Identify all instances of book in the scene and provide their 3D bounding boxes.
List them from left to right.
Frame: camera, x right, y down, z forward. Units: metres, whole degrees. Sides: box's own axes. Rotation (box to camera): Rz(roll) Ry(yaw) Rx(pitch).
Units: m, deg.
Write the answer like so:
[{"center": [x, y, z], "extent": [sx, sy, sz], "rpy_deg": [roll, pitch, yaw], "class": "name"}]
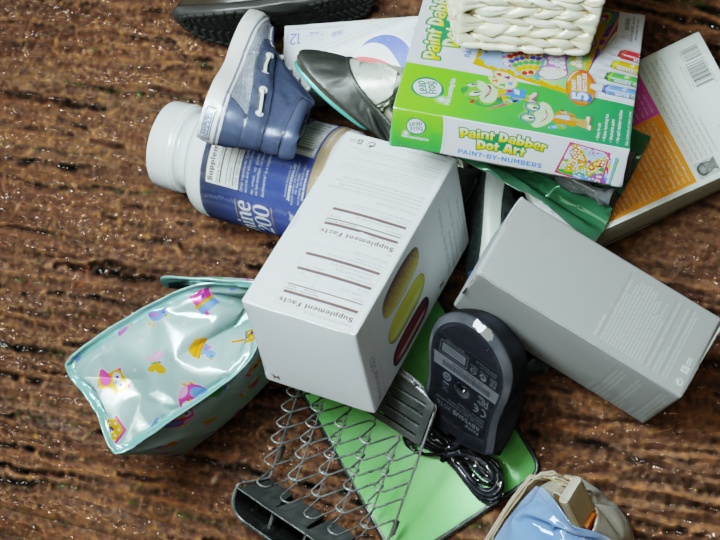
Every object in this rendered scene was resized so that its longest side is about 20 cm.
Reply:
[{"center": [0.235, -0.108, 1.603], "extent": [0.199, 0.048, 0.135], "rpy_deg": [-25, 71, 2], "class": "book"}]

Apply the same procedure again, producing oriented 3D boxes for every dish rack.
[{"center": [-0.019, 0.163, 1.608], "extent": [0.153, 0.054, 0.201], "rpy_deg": [30, 116, 22], "class": "dish rack"}]

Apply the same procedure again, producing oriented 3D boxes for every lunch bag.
[{"center": [-0.140, 0.071, 1.640], "extent": [0.199, 0.170, 0.122], "rpy_deg": [-36, 78, 8], "class": "lunch bag"}]

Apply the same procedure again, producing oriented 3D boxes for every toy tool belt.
[{"center": [0.143, 0.264, 1.530], "extent": [0.124, 0.123, 0.201], "rpy_deg": [29, 90, 22], "class": "toy tool belt"}]

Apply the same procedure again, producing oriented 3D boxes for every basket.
[{"center": [0.139, -0.283, 1.555], "extent": [0.134, 0.124, 0.201], "rpy_deg": [4, 38, -5], "class": "basket"}]

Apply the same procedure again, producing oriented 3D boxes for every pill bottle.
[{"center": [-0.093, -0.094, 1.690], "extent": [0.198, 0.111, 0.112], "rpy_deg": [16, 84, 21], "class": "pill bottle"}]

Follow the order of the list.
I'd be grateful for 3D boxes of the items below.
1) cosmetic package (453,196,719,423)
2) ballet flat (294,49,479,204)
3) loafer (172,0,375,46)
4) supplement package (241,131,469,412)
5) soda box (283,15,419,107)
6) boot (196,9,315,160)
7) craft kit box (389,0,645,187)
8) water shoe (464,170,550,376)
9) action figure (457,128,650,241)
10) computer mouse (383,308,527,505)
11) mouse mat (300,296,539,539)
[{"center": [0.186, 0.035, 1.531], "extent": [0.199, 0.107, 0.091], "rpy_deg": [35, 72, 0], "class": "cosmetic package"}, {"center": [0.031, -0.139, 1.633], "extent": [0.068, 0.068, 0.200], "rpy_deg": [-42, 99, 19], "class": "ballet flat"}, {"center": [-0.082, -0.266, 1.750], "extent": [0.198, 0.073, 0.072], "rpy_deg": [-6, 69, 11], "class": "loafer"}, {"center": [0.000, 0.000, 1.561], "extent": [0.109, 0.114, 0.201], "rpy_deg": [15, 56, 23], "class": "supplement package"}, {"center": [0.030, -0.193, 1.692], "extent": [0.198, 0.068, 0.064], "rpy_deg": [-1, 79, 18], "class": "soda box"}, {"center": [-0.082, -0.162, 1.643], "extent": [0.090, 0.201, 0.073], "rpy_deg": [17, 127, -2], "class": "boot"}, {"center": [0.136, -0.162, 1.545], "extent": [0.195, 0.049, 0.201], "rpy_deg": [8, 42, 6], "class": "craft kit box"}, {"center": [0.137, -0.002, 1.627], "extent": [0.078, 0.072, 0.202], "rpy_deg": [4, 74, -12], "class": "water shoe"}, {"center": [0.135, -0.114, 1.573], "extent": [0.199, 0.055, 0.119], "rpy_deg": [25, 64, 15], "class": "action figure"}, {"center": [0.095, 0.098, 1.565], "extent": [0.138, 0.201, 0.053], "rpy_deg": [39, 53, 21], "class": "computer mouse"}, {"center": [0.050, 0.140, 1.649], "extent": [0.160, 0.008, 0.201], "rpy_deg": [-34, 69, 9], "class": "mouse mat"}]
